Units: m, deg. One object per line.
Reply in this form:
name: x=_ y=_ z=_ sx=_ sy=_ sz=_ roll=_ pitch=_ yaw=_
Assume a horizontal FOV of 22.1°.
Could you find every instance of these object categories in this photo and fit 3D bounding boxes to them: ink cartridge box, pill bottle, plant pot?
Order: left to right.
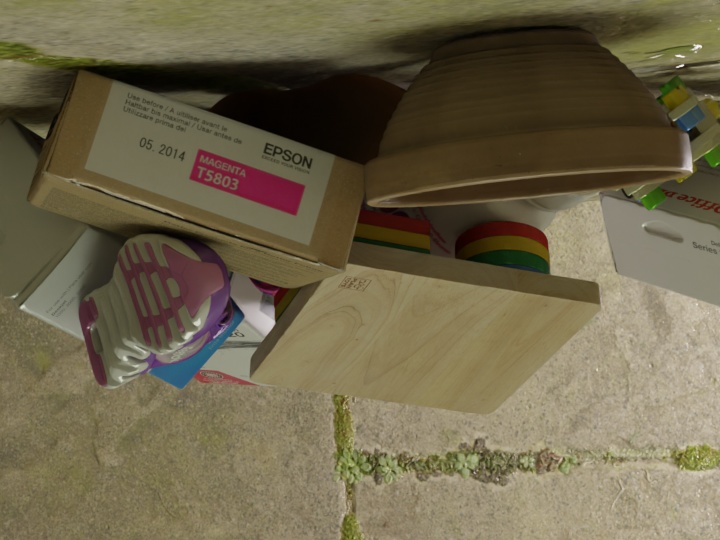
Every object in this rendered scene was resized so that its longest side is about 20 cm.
ink cartridge box: x=-0.201 y=-0.011 z=1.393 sx=0.145 sy=0.085 sz=0.200 roll=48 pitch=-170 yaw=37
ink cartridge box: x=-0.110 y=-0.055 z=1.213 sx=0.200 sy=0.075 sz=0.165 roll=19 pitch=170 yaw=-13
ink cartridge box: x=-0.124 y=0.031 z=1.623 sx=0.145 sy=0.085 sz=0.200 roll=1 pitch=155 yaw=29
pill bottle: x=0.077 y=-0.063 z=1.376 sx=0.200 sy=0.114 sz=0.113 roll=-25 pitch=166 yaw=37
plant pot: x=0.098 y=-0.093 z=1.123 sx=0.200 sy=0.093 sz=0.201 roll=-4 pitch=179 yaw=0
ink cartridge box: x=0.319 y=-0.058 z=1.529 sx=0.200 sy=0.084 sz=0.146 roll=-31 pitch=-150 yaw=-28

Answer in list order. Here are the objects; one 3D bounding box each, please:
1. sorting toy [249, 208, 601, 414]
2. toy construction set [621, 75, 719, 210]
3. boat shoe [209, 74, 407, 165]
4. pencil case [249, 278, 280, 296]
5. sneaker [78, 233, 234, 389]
sorting toy: x=0.042 y=0.024 z=1.346 sx=0.198 sy=0.070 sz=0.200 roll=9 pitch=150 yaw=-18
toy construction set: x=0.257 y=-0.109 z=1.439 sx=0.200 sy=0.092 sz=0.131 roll=-14 pitch=162 yaw=-48
boat shoe: x=-0.017 y=-0.095 z=1.274 sx=0.200 sy=0.071 sz=0.070 roll=8 pitch=175 yaw=43
pencil case: x=0.000 y=0.000 z=1.488 sx=0.088 sy=0.089 sz=0.200 roll=-5 pitch=164 yaw=41
sneaker: x=-0.123 y=0.021 z=1.250 sx=0.088 sy=0.081 sz=0.200 roll=-11 pitch=169 yaw=-27
